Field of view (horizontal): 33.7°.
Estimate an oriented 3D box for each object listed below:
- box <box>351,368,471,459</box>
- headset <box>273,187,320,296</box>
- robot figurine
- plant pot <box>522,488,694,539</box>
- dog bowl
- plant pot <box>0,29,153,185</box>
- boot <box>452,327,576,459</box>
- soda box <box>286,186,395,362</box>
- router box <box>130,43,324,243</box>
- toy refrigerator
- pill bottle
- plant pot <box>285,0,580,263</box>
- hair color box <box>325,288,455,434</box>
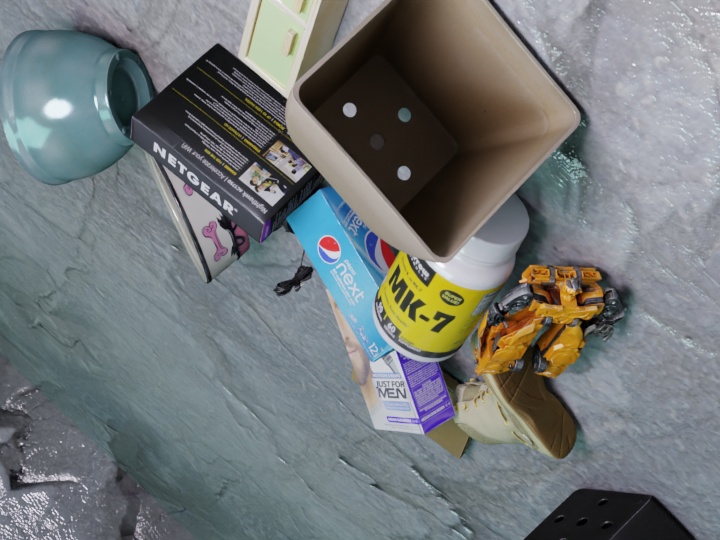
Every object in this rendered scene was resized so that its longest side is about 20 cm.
[{"bbox_3d":[0.075,0.166,1.650,0.199,0.021,0.164,35,151,15],"label":"box"},{"bbox_3d":[-0.106,-0.073,1.479,0.123,0.094,0.201,6,123,50],"label":"headset"},{"bbox_3d":[0.192,0.055,1.260,0.144,0.059,0.200,3,149,-11],"label":"robot figurine"},{"bbox_3d":[0.312,0.386,1.485,0.199,0.199,0.178,-7,112,56],"label":"plant pot"},{"bbox_3d":[-0.210,-0.089,1.547,0.201,0.073,0.200,61,168,22],"label":"dog bowl"},{"bbox_3d":[-0.349,-0.216,1.525,0.133,0.201,0.201,-4,133,21],"label":"plant pot"},{"bbox_3d":[0.160,0.145,1.462,0.155,0.073,0.200,-1,132,55],"label":"boot"},{"bbox_3d":[0.000,0.000,1.395,0.068,0.064,0.201,-36,82,36],"label":"soda box"},{"bbox_3d":[-0.140,-0.148,1.361,0.200,0.149,0.051,39,151,9],"label":"router box"},{"bbox_3d":[-0.064,-0.263,1.187,0.076,0.070,0.200,40,152,5],"label":"toy refrigerator"},{"bbox_3d":[0.095,-0.002,1.264,0.114,0.114,0.201,38,137,10],"label":"pill bottle"},{"bbox_3d":[0.043,-0.136,1.110,0.200,0.200,0.177,48,163,-10],"label":"plant pot"},{"bbox_3d":[0.038,0.103,1.507,0.109,0.065,0.202,-5,105,55],"label":"hair color box"}]
